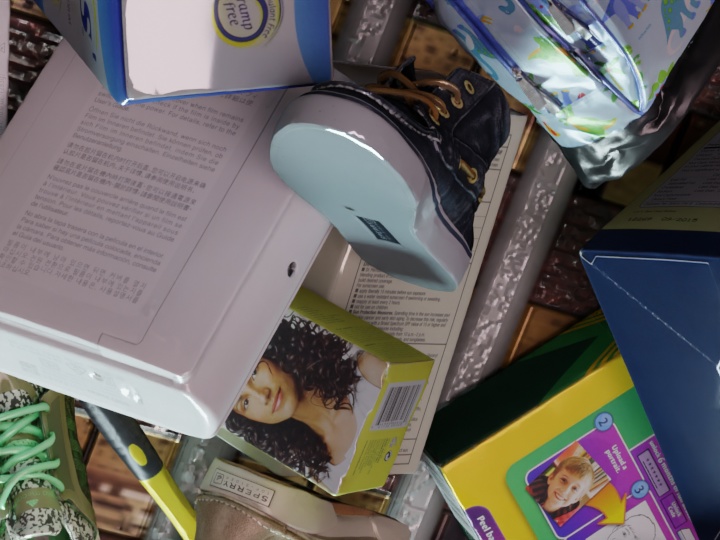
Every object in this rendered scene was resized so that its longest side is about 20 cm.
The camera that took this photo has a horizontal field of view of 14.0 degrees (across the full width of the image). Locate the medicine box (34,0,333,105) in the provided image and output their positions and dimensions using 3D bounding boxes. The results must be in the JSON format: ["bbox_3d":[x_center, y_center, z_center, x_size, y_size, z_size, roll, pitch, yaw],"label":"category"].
[{"bbox_3d":[-0.088,-0.191,1.331,0.103,0.200,0.182,-8,111,-15],"label":"medicine box"}]

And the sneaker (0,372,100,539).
[{"bbox_3d":[-0.165,0.101,1.470,0.077,0.089,0.200,-19,110,-12],"label":"sneaker"}]

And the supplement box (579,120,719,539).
[{"bbox_3d":[0.251,0.019,1.509,0.200,0.134,0.200,-41,119,-33],"label":"supplement box"}]

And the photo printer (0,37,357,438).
[{"bbox_3d":[-0.097,-0.032,1.383,0.200,0.166,0.069,-62,156,-27],"label":"photo printer"}]

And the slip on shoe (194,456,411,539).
[{"bbox_3d":[-0.032,0.140,1.488,0.076,0.200,0.061,19,86,19],"label":"slip on shoe"}]

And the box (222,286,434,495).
[{"bbox_3d":[-0.066,0.031,1.426,0.050,0.200,0.075,-2,116,-60],"label":"box"}]

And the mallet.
[{"bbox_3d":[-0.112,0.112,1.493,0.066,0.041,0.200,-38,132,3],"label":"mallet"}]

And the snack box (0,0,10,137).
[{"bbox_3d":[-0.207,-0.076,1.412,0.072,0.024,0.200,0,98,-19],"label":"snack box"}]

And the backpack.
[{"bbox_3d":[0.101,-0.165,1.439,0.200,0.154,0.163,39,67,-10],"label":"backpack"}]

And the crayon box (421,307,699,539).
[{"bbox_3d":[0.148,0.126,1.598,0.172,0.058,0.200,-32,116,-6],"label":"crayon box"}]

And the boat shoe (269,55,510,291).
[{"bbox_3d":[0.016,-0.064,1.331,0.071,0.200,0.091,15,76,18],"label":"boat shoe"}]

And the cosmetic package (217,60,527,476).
[{"bbox_3d":[0.000,0.000,1.481,0.103,0.073,0.200,4,108,-45],"label":"cosmetic package"}]
